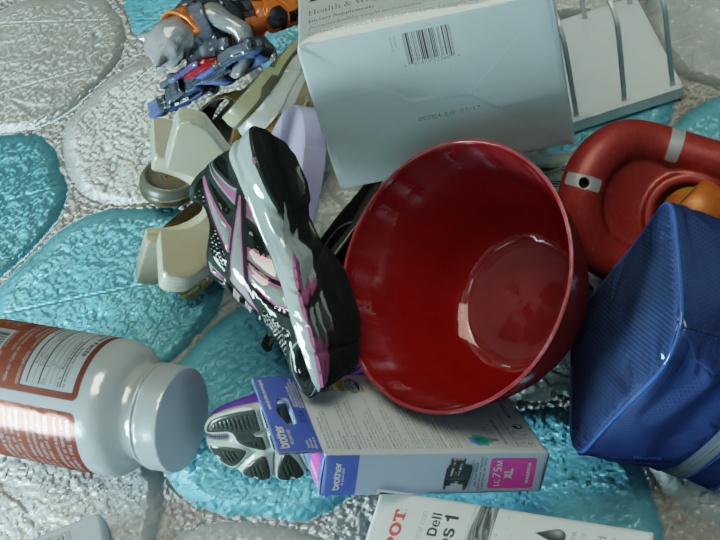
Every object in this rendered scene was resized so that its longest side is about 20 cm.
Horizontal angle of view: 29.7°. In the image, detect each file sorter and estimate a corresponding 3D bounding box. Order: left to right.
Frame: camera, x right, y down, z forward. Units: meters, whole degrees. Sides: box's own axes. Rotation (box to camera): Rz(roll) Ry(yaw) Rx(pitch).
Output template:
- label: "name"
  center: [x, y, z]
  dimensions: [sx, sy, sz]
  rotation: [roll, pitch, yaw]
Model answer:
- label: "file sorter"
  center: [0.175, -0.216, 1.241]
  dimensions: [0.198, 0.125, 0.140]
  rotation: [-17, 49, 3]

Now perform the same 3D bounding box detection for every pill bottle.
- label: "pill bottle"
  center: [-0.230, 0.107, 1.113]
  dimensions: [0.198, 0.113, 0.113]
  rotation: [8, 54, 23]

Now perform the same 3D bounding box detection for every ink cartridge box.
- label: "ink cartridge box"
  center: [0.024, 0.118, 0.992]
  dimensions: [0.198, 0.042, 0.119]
  rotation: [4, 22, -16]
- label: "ink cartridge box"
  center: [0.090, 0.242, 0.915]
  dimensions: [0.198, 0.085, 0.147]
  rotation: [5, 53, 21]

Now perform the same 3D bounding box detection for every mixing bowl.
- label: "mixing bowl"
  center: [0.094, 0.015, 1.011]
  dimensions: [0.199, 0.108, 0.202]
  rotation: [-12, 70, 35]

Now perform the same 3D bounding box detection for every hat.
- label: "hat"
  center: [0.000, 0.000, 1.127]
  dimensions: [0.081, 0.201, 0.202]
  rotation: [33, 61, -3]

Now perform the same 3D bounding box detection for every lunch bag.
- label: "lunch bag"
  center: [0.242, 0.053, 0.941]
  dimensions: [0.131, 0.200, 0.137]
  rotation: [15, 54, -11]

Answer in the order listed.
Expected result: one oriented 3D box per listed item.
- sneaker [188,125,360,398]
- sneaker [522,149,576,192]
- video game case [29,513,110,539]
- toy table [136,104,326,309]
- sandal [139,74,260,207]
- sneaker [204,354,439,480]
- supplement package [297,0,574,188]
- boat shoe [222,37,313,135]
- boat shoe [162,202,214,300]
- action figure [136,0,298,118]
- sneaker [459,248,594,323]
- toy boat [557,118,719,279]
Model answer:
- label: "sneaker"
  center: [-0.067, 0.001, 1.006]
  dimensions: [0.086, 0.080, 0.202]
  rotation: [-25, 75, 28]
- label: "sneaker"
  center: [0.170, -0.058, 1.158]
  dimensions: [0.198, 0.076, 0.088]
  rotation: [13, 71, 32]
- label: "video game case"
  center: [-0.274, 0.297, 1.028]
  dimensions: [0.198, 0.024, 0.183]
  rotation: [-22, 48, 0]
- label: "toy table"
  center: [-0.112, -0.055, 1.117]
  dimensions: [0.116, 0.201, 0.185]
  rotation: [6, 34, -19]
- label: "sandal"
  center: [-0.137, -0.139, 1.321]
  dimensions: [0.199, 0.055, 0.082]
  rotation: [-37, 51, -21]
- label: "sneaker"
  center: [-0.029, 0.104, 1.089]
  dimensions: [0.198, 0.081, 0.084]
  rotation: [-16, 34, -8]
- label: "supplement package"
  center: [0.056, -0.199, 1.072]
  dimensions: [0.189, 0.148, 0.201]
  rotation: [-10, 45, 7]
- label: "boat shoe"
  center: [-0.065, -0.165, 1.278]
  dimensions: [0.075, 0.068, 0.200]
  rotation: [-41, 10, 34]
- label: "boat shoe"
  center: [-0.105, -0.055, 1.249]
  dimensions: [0.200, 0.063, 0.073]
  rotation: [-39, 24, -18]
- label: "action figure"
  center: [-0.143, -0.226, 1.321]
  dimensions: [0.199, 0.106, 0.193]
  rotation: [-20, 2, 42]
- label: "sneaker"
  center: [0.133, -0.006, 1.097]
  dimensions: [0.199, 0.072, 0.084]
  rotation: [19, 88, 30]
- label: "toy boat"
  center: [0.248, -0.041, 1.027]
  dimensions: [0.198, 0.131, 0.132]
  rotation: [17, 91, 7]
